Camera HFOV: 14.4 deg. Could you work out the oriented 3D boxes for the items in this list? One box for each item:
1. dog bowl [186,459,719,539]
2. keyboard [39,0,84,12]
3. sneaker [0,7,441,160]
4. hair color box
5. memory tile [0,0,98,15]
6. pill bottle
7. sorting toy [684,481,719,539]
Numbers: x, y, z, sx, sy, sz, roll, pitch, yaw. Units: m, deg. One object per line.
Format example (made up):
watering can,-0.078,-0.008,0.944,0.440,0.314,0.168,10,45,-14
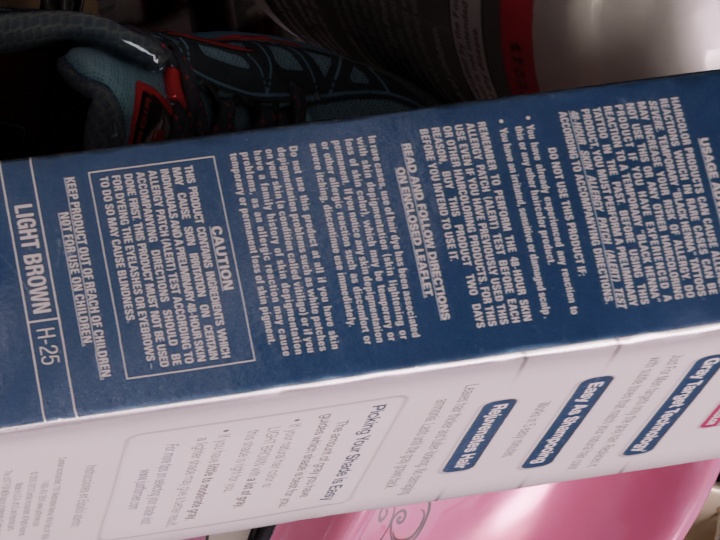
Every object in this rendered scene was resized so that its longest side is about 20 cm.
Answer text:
dog bowl,0.026,0.051,0.797,0.200,0.074,0.201,-31,143,-27
keyboard,-0.117,-0.083,0.701,0.126,0.021,0.202,7,89,-32
sneaker,-0.059,-0.020,0.658,0.199,0.095,0.080,2,91,-22
hair color box,0.007,0.011,0.618,0.199,0.061,0.100,-7,160,-13
memory tile,-0.119,-0.018,0.725,0.153,0.017,0.201,-33,111,-32
pill bottle,0.032,-0.098,0.735,0.110,0.200,0.111,-18,120,-34
sorting toy,0.040,0.147,0.923,0.180,0.107,0.201,32,56,-30
